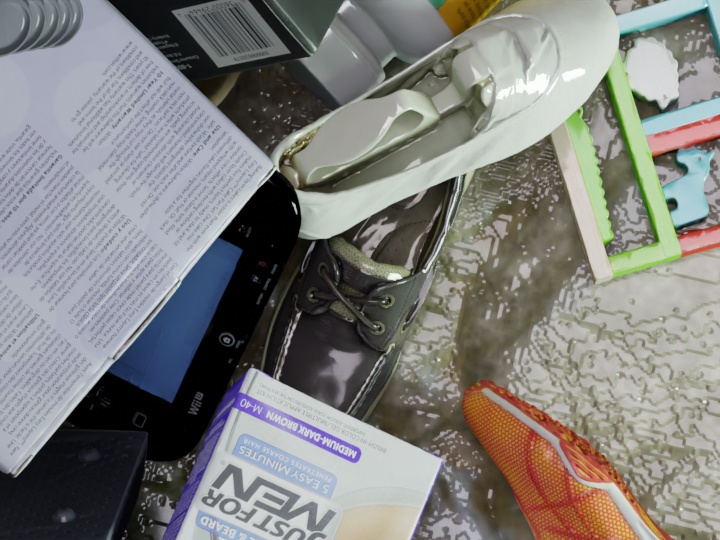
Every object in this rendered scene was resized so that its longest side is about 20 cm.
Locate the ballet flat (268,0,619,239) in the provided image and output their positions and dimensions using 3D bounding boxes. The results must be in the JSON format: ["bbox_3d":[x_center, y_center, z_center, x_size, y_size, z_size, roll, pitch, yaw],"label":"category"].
[{"bbox_3d":[0.039,-0.080,1.459,0.200,0.069,0.070,-30,83,0],"label":"ballet flat"}]

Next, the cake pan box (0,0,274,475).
[{"bbox_3d":[-0.168,-0.035,1.339,0.184,0.052,0.200,42,80,-15],"label":"cake pan box"}]

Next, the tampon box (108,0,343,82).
[{"bbox_3d":[-0.068,-0.204,1.420,0.126,0.150,0.200,50,52,-30],"label":"tampon box"}]

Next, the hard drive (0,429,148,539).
[{"bbox_3d":[-0.211,0.123,1.474,0.199,0.135,0.042,-2,113,7],"label":"hard drive"}]

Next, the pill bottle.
[{"bbox_3d":[0.032,-0.178,1.510,0.113,0.113,0.200,44,86,6],"label":"pill bottle"}]

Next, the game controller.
[{"bbox_3d":[-0.101,0.010,1.473,0.104,0.042,0.200,32,128,7],"label":"game controller"}]

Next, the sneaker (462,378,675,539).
[{"bbox_3d":[0.113,0.139,1.490,0.077,0.073,0.200,-42,80,7],"label":"sneaker"}]

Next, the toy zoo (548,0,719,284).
[{"bbox_3d":[0.197,-0.084,1.539,0.199,0.020,0.132,-16,82,0],"label":"toy zoo"}]

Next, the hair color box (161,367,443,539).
[{"bbox_3d":[-0.049,0.162,1.438,0.109,0.065,0.200,25,72,-8],"label":"hair color box"}]

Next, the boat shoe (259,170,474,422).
[{"bbox_3d":[0.000,0.000,1.512,0.073,0.065,0.201,21,83,5],"label":"boat shoe"}]

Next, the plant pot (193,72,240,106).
[{"bbox_3d":[-0.150,-0.159,1.504,0.093,0.200,0.202,-9,80,42],"label":"plant pot"}]
